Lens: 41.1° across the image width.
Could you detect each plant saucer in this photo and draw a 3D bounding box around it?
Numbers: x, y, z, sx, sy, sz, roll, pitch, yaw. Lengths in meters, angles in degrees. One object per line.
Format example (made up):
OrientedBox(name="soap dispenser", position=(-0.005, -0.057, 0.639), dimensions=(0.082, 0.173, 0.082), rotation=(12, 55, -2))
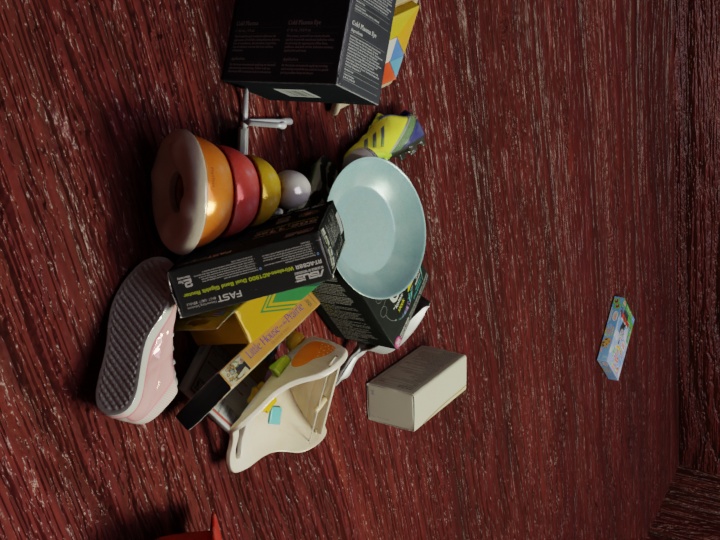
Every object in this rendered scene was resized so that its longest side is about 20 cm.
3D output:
OrientedBox(name="plant saucer", position=(0.014, -0.060, 1.384), dimensions=(0.198, 0.038, 0.206), rotation=(4, 84, -43))

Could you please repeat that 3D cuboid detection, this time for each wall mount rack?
OrientedBox(name="wall mount rack", position=(-0.131, -0.146, 1.326), dimensions=(0.174, 0.073, 0.205), rotation=(-110, -157, -79))

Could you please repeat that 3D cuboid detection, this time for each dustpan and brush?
OrientedBox(name="dustpan and brush", position=(0.022, 0.112, 1.603), dimensions=(0.057, 0.139, 0.202), rotation=(28, 92, -28))

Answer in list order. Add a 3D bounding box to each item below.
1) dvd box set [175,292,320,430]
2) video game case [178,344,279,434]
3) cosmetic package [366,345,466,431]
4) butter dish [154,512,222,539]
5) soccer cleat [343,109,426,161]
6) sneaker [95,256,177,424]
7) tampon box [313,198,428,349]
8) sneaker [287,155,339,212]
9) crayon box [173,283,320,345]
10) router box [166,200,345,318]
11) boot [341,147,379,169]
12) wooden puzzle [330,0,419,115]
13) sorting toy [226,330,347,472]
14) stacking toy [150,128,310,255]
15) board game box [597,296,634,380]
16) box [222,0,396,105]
OrientedBox(name="dvd box set", position=(-0.147, 0.117, 1.274), dimensions=(0.029, 0.146, 0.200), rotation=(46, 45, 0))
OrientedBox(name="video game case", position=(-0.172, 0.114, 1.367), dimensions=(0.144, 0.017, 0.202), rotation=(55, 53, -48))
OrientedBox(name="cosmetic package", position=(0.105, 0.210, 1.750), dimensions=(0.199, 0.102, 0.075), rotation=(-27, 121, -51))
OrientedBox(name="butter dish", position=(-0.247, 0.424, 1.219), dimensions=(0.200, 0.145, 0.204), rotation=(-155, -107, -80))
OrientedBox(name="soccer cleat", position=(0.030, -0.214, 1.585), dimensions=(0.199, 0.064, 0.085), rotation=(-27, 87, -45))
OrientedBox(name="sneaker", position=(-0.260, 0.092, 1.179), dimensions=(0.105, 0.074, 0.204), rotation=(60, 39, -65))
OrientedBox(name="tampon box", position=(0.000, 0.000, 1.509), dimensions=(0.152, 0.124, 0.201), rotation=(-64, 143, -26))
OrientedBox(name="sneaker", position=(-0.078, -0.102, 1.421), dimensions=(0.077, 0.087, 0.201), rotation=(56, 29, -21))
OrientedBox(name="crayon box", position=(-0.147, 0.040, 1.268), dimensions=(0.199, 0.126, 0.051), rotation=(-40, 112, -37))
OrientedBox(name="router box", position=(-0.123, -0.017, 1.180), dimensions=(0.150, 0.196, 0.063), rotation=(-77, 151, -71))
OrientedBox(name="boot", position=(0.025, -0.146, 1.515), dimensions=(0.090, 0.072, 0.201), rotation=(-44, 162, -22))
OrientedBox(name="wooden puzzle", position=(0.032, -0.346, 1.492), dimensions=(0.200, 0.037, 0.187), rotation=(-42, 158, -48))
OrientedBox(name="sorting toy", position=(-0.122, 0.198, 1.363), dimensions=(0.180, 0.106, 0.202), rotation=(-41, 157, -39))
OrientedBox(name="stacking toy", position=(-0.147, -0.095, 1.186), dimensions=(0.197, 0.145, 0.149), rotation=(-1, 100, -34))
OrientedBox(name="board game box", position=(0.752, 0.201, 2.829), dimensions=(0.151, 0.036, 0.203), rotation=(46, 60, -52))
OrientedBox(name="box", position=(-0.064, -0.323, 1.264), dimensions=(0.103, 0.197, 0.186), rotation=(10, 90, -55))
